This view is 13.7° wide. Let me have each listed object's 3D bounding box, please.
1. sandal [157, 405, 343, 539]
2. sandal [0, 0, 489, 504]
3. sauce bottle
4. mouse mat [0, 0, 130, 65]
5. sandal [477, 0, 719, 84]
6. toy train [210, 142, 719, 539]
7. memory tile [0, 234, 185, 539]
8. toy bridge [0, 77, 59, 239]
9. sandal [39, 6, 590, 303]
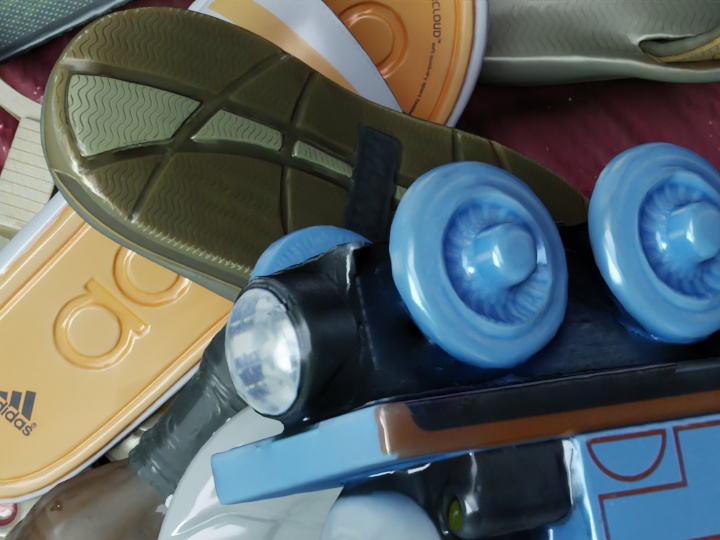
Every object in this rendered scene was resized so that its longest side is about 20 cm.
[{"bbox_3d":[-0.013,0.128,0.733,0.082,0.050,0.203,-8,96,-17],"label":"sandal"},{"bbox_3d":[-0.038,-0.011,0.788,0.079,0.059,0.207,39,95,-17],"label":"sandal"},{"bbox_3d":[-0.077,0.101,0.782,0.065,0.065,0.200,42,98,10],"label":"sauce bottle"},{"bbox_3d":[-0.132,-0.131,0.866,0.200,0.008,0.161,-26,79,8],"label":"mouse mat"},{"bbox_3d":[0.102,-0.092,0.818,0.200,0.054,0.080,-6,79,4],"label":"sandal"},{"bbox_3d":[0.060,0.033,0.687,0.200,0.087,0.114,-6,80,-37],"label":"toy train"},{"bbox_3d":[-0.043,0.054,0.831,0.153,0.017,0.200,-32,78,-2],"label":"memory tile"},{"bbox_3d":[-0.169,-0.066,0.847,0.200,0.027,0.067,18,83,13],"label":"toy bridge"},{"bbox_3d":[0.000,0.000,0.745,0.200,0.054,0.080,28,61,-26],"label":"sandal"}]
